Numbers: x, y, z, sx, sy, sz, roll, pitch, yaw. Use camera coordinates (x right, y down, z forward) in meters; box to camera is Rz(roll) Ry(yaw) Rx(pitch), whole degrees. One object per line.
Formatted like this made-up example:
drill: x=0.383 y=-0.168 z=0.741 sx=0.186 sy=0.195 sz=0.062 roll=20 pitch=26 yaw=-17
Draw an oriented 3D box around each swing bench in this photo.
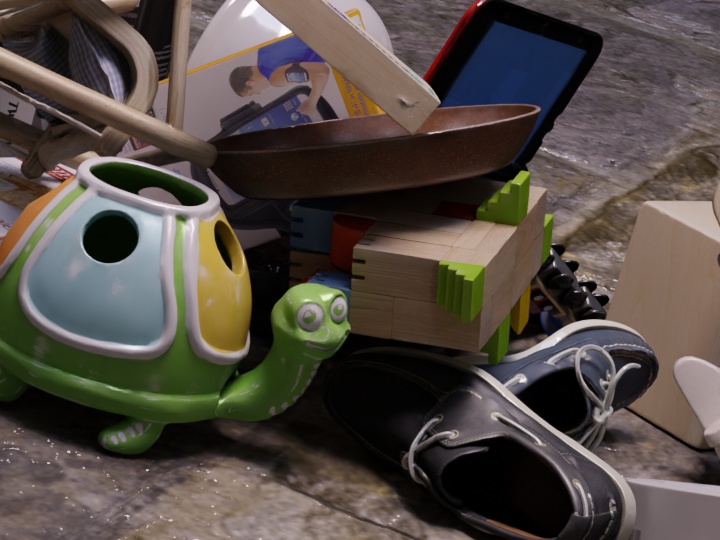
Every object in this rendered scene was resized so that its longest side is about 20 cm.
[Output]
swing bench: x=-0.201 y=-0.125 z=1.640 sx=0.200 sy=0.130 sz=0.199 roll=5 pitch=-4 yaw=-20

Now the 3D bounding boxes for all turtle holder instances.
turtle holder: x=-0.116 y=0.020 z=1.551 sx=0.185 sy=0.132 sz=0.141 roll=27 pitch=20 yaw=32

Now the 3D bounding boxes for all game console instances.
game console: x=0.103 y=-0.066 z=1.867 sx=0.200 sy=0.119 sz=0.172 roll=8 pitch=59 yaw=-61

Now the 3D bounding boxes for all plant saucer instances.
plant saucer: x=0.006 y=-0.068 z=1.649 sx=0.200 sy=0.035 sz=0.200 roll=-6 pitch=8 yaw=1

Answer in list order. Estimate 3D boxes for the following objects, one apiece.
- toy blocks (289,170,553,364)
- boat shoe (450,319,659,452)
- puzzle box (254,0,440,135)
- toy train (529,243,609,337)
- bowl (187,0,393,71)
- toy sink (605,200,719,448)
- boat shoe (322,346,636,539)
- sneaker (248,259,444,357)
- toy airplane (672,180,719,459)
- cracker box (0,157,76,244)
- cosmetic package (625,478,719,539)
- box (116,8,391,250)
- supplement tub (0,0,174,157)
toy blocks: x=0.022 y=-0.011 z=1.631 sx=0.137 sy=0.100 sz=0.200 roll=8 pitch=20 yaw=14
boat shoe: x=0.115 y=0.074 z=1.689 sx=0.200 sy=0.075 sz=0.062 roll=-4 pitch=25 yaw=-46
puzzle box: x=-0.016 y=-0.134 z=1.619 sx=0.133 sy=0.025 sz=0.200 roll=41 pitch=4 yaw=-5
toy train: x=0.119 y=0.009 z=1.839 sx=0.200 sy=0.046 sz=0.034 roll=43 pitch=29 yaw=-59
bowl: x=-0.035 y=-0.102 z=1.889 sx=0.090 sy=0.201 sz=0.201 roll=26 pitch=20 yaw=26
toy sink: x=0.263 y=0.031 z=1.869 sx=0.200 sy=0.130 sz=0.112 roll=-2 pitch=24 yaw=-43
boat shoe: x=0.055 y=0.097 z=1.569 sx=0.200 sy=0.072 sz=0.068 roll=29 pitch=17 yaw=30
sneaker: x=-0.001 y=0.001 z=1.762 sx=0.200 sy=0.104 sz=0.060 roll=20 pitch=18 yaw=13
toy airplane: x=0.290 y=0.053 z=1.718 sx=0.199 sy=0.200 sz=0.141 roll=18 pitch=22 yaw=19
cracker box: x=-0.225 y=-0.021 z=1.703 sx=0.200 sy=0.058 sz=0.134 roll=-1 pitch=22 yaw=-45
cosmetic package: x=0.221 y=0.143 z=1.501 sx=0.083 sy=0.051 sz=0.200 roll=10 pitch=-3 yaw=-26
box: x=-0.074 y=-0.075 z=1.795 sx=0.200 sy=0.119 sz=0.041 roll=-19 pitch=7 yaw=17
supplement tub: x=-0.185 y=-0.152 z=1.909 sx=0.122 sy=0.200 sz=0.123 roll=15 pitch=16 yaw=-4
